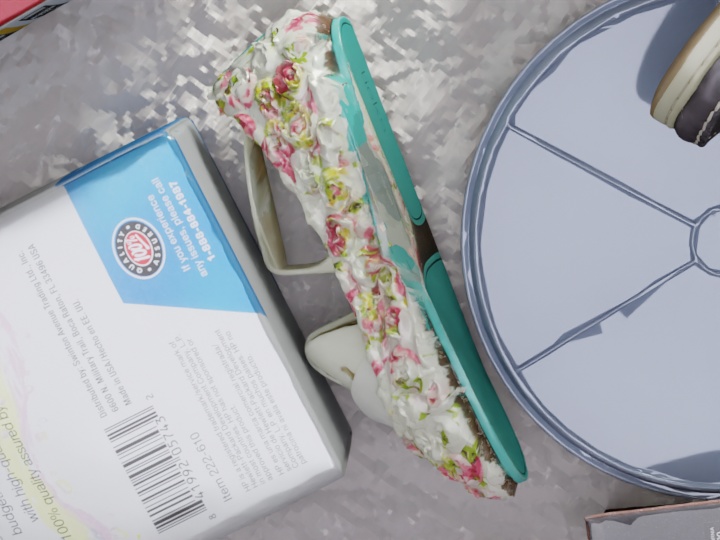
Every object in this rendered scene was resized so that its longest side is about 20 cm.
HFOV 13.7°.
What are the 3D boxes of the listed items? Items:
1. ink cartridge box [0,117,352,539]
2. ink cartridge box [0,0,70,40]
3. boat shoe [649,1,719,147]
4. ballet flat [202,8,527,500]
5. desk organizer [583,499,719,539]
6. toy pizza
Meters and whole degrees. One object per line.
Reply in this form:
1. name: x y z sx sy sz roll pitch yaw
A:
1. ink cartridge box: -0.123 0.051 1.135 0.199 0.085 0.145 -27 96 5
2. ink cartridge box: -0.155 -0.115 1.065 0.200 0.176 0.084 -29 96 7
3. boat shoe: 0.191 -0.105 1.080 0.200 0.072 0.065 -39 81 -15
4. ballet flat: 0.000 0.000 1.132 0.064 0.076 0.201 -22 88 12
5. desk organizer: 0.134 0.185 1.129 0.071 0.077 0.201 -7 88 7
6. toy pizza: 0.138 -0.013 1.140 0.199 0.032 0.201 0 97 3
